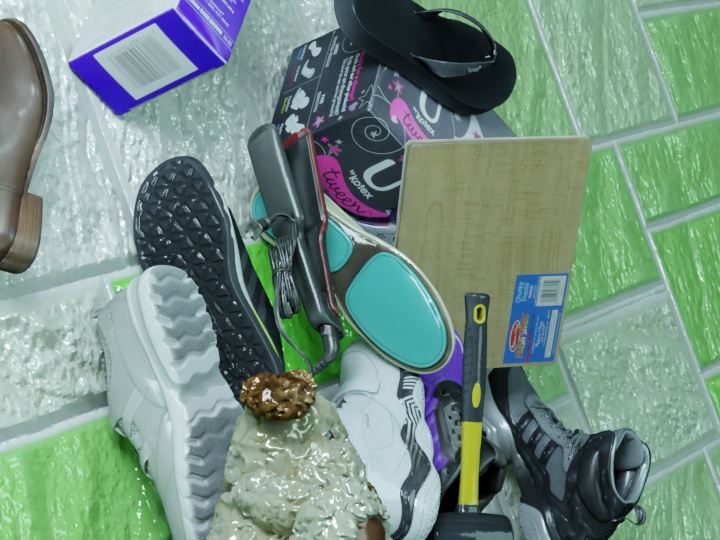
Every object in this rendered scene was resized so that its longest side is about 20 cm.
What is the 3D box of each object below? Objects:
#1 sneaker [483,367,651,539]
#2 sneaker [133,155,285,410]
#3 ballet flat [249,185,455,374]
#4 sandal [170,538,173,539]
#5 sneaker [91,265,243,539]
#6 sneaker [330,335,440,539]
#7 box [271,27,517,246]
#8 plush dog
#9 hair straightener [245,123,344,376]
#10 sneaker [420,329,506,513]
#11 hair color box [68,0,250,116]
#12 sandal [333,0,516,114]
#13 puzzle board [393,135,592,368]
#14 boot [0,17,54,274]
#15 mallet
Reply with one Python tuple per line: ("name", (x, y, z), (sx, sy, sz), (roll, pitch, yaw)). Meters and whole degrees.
("sneaker", (0.171, 0.141, 1.810), (0.075, 0.114, 0.201), (19, 45, -50))
("sneaker", (-0.104, 0.018, 1.576), (0.083, 0.071, 0.201), (3, 68, -81))
("ballet flat", (0.000, 0.000, 1.669), (0.200, 0.070, 0.069), (46, 32, 11))
("sandal", (-0.102, 0.222, 1.467), (0.212, 0.077, 0.070), (-41, 138, -48))
("sneaker", (-0.124, 0.102, 1.465), (0.075, 0.082, 0.201), (0, 72, -50))
("sneaker", (-0.013, 0.111, 1.615), (0.115, 0.075, 0.200), (19, 35, -26))
("box", (0.036, -0.090, 1.764), (0.200, 0.114, 0.133), (45, 40, -31))
("plush dog", (-0.045, 0.157, 1.398), (0.200, 0.160, 0.172), (70, 20, -52))
("hair straightener", (-0.057, -0.014, 1.601), (0.077, 0.041, 0.201), (8, 67, -41))
("sneaker", (0.071, 0.133, 1.678), (0.069, 0.099, 0.201), (24, 65, -42))
("hair color box", (-0.129, -0.214, 1.608), (0.065, 0.109, 0.201), (46, 41, -30))
("sandal", (0.061, -0.173, 1.704), (0.200, 0.043, 0.076), (18, 58, -47))
("puzzle board", (0.095, -0.012, 1.724), (0.150, 0.201, 0.017), (-3, 29, -18))
("boot", (-0.287, -0.101, 1.378), (0.200, 0.064, 0.187), (18, 56, -44))
("mallet", (0.090, 0.119, 1.608), (0.066, 0.041, 0.201), (11, 85, -17))
